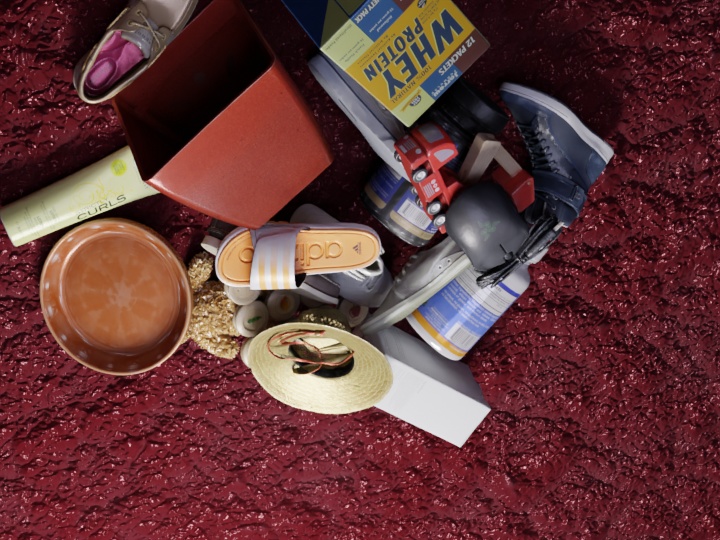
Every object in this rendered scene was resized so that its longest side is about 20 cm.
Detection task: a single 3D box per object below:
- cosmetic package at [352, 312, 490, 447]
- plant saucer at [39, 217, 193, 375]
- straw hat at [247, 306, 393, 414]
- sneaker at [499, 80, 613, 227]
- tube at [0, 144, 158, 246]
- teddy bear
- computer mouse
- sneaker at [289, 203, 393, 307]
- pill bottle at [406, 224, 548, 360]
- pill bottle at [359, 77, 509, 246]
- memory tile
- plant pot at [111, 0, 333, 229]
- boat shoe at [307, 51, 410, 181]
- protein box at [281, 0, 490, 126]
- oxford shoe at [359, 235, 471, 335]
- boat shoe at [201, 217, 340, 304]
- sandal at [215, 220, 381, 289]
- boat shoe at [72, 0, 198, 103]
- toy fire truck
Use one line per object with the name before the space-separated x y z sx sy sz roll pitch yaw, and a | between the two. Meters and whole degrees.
cosmetic package | 0.075 0.154 1.805 0.199 0.113 0.081 31 108 -27
plant saucer | -0.306 0.032 1.629 0.197 0.032 0.203 2 106 8
straw hat | -0.048 0.096 1.682 0.198 0.086 0.202 4 140 3
sneaker | 0.232 -0.142 1.682 0.201 0.077 0.147 33 85 -30
tube | -0.341 -0.093 1.579 0.198 0.052 0.058 -24 163 -8
teddy bear | -0.189 0.050 1.692 0.197 0.067 0.147 7 114 -21
computer mouse | 0.173 -0.041 1.591 0.138 0.053 0.200 -41 145 9
sneaker | 0.000 0.000 1.666 0.074 0.115 0.200 -53 129 -6
pill bottle | 0.159 0.014 1.750 0.112 0.112 0.200 35 104 -30
pill bottle | 0.097 -0.140 1.644 0.111 0.112 0.201 30 107 -28
memory tile | -0.081 0.035 1.707 0.198 0.017 0.155 -23 119 -24
plant pot | -0.146 -0.170 1.515 0.199 0.201 0.176 -41 130 9
boat shoe | 0.023 -0.200 1.577 0.070 0.071 0.201 -40 85 -5
protein box | 0.006 -0.305 1.437 0.135 0.199 0.199 -43 146 10
oxford shoe | 0.074 0.012 1.681 0.199 0.075 0.058 -40 85 3
boat shoe | -0.103 -0.017 1.624 0.198 0.072 0.060 26 79 -23
sandal | -0.073 -0.019 1.549 0.203 0.059 0.080 -7 111 -6
boat shoe | -0.255 -0.267 1.488 0.073 0.069 0.200 38 103 -24
toy fire truck | 0.128 -0.120 1.559 0.140 0.049 0.201 -35 141 -5
